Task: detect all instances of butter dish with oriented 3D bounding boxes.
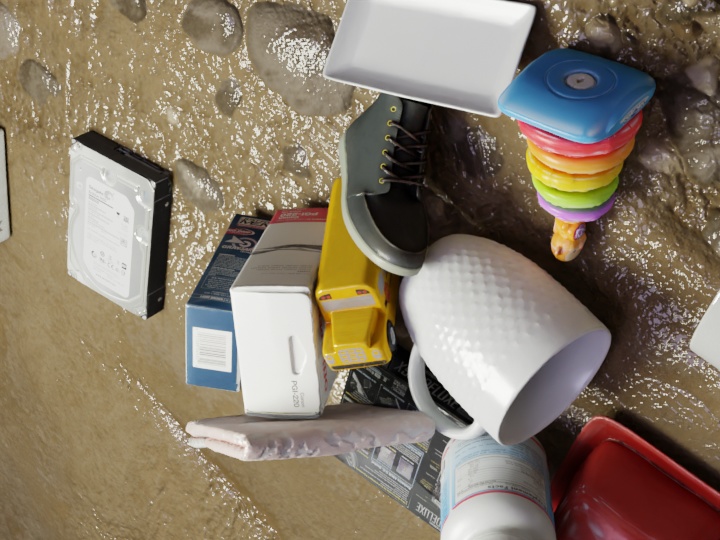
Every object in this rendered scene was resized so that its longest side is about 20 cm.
[{"bbox_3d":[0.247,0.278,1.298,0.200,0.148,0.200,36,130,19],"label":"butter dish"}]

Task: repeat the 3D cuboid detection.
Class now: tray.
[{"bbox_3d":[0.064,-0.208,1.251,0.199,0.022,0.108,17,88,31],"label":"tray"}]

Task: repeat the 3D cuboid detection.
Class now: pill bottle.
[{"bbox_3d":[0.130,0.237,1.280,0.108,0.200,0.109,2,116,3],"label":"pill bottle"}]

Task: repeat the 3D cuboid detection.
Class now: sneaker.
[{"bbox_3d":[0.033,-0.096,1.269,0.106,0.075,0.200,-55,37,39],"label":"sneaker"}]

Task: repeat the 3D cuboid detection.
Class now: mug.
[{"bbox_3d":[0.114,0.073,1.291,0.175,0.147,0.200,45,123,27],"label":"mug"}]

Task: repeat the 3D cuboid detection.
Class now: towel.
[{"bbox_3d":[-0.055,0.161,1.344,0.191,0.199,0.032,-4,90,64],"label":"towel"}]

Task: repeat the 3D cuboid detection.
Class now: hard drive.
[{"bbox_3d":[-0.296,-0.053,1.638,0.139,0.038,0.201,28,127,24],"label":"hard drive"}]

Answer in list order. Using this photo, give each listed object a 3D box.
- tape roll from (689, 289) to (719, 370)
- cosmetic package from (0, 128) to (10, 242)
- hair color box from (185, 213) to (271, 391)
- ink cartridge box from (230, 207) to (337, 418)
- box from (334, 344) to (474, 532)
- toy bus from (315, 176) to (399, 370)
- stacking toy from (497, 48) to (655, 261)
[{"bbox_3d":[0.367,0.019,1.028,0.139,0.203,0.203,37,131,19],"label":"tape roll"},{"bbox_3d":[-0.587,-0.116,1.749,0.199,0.167,0.167,23,125,27],"label":"cosmetic package"},{"bbox_3d":[-0.131,0.030,1.434,0.060,0.200,0.100,8,121,6],"label":"hair color box"},{"bbox_3d":[-0.064,0.039,1.377,0.084,0.200,0.146,0,115,9],"label":"ink cartridge box"},{"bbox_3d":[0.067,0.186,1.462,0.200,0.050,0.158,32,129,22],"label":"box"},{"bbox_3d":[0.000,0.000,1.315,0.065,0.200,0.078,-7,135,16],"label":"toy bus"},{"bbox_3d":[0.190,-0.085,1.198,0.110,0.116,0.201,26,138,30],"label":"stacking toy"}]
